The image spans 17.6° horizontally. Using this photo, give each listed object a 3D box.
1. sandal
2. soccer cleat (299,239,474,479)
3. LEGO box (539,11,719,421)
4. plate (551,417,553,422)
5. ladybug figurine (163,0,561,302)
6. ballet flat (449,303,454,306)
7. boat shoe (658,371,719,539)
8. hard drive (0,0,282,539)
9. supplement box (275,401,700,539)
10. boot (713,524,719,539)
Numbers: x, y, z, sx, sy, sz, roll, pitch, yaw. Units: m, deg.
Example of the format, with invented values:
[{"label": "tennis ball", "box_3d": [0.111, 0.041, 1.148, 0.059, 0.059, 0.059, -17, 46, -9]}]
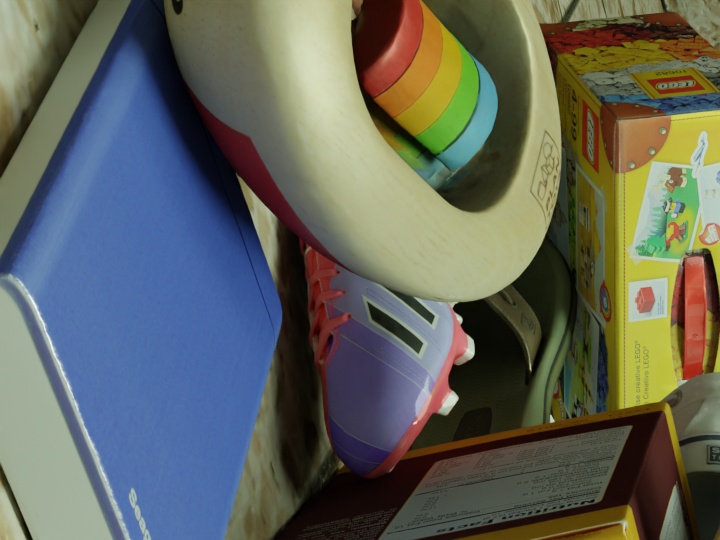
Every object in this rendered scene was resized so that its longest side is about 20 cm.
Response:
[{"label": "sandal", "box_3d": [0.051, 0.032, 1.042, 0.057, 0.080, 0.201, 54, 24, -28]}, {"label": "soccer cleat", "box_3d": [0.000, 0.000, 0.899, 0.076, 0.067, 0.200, 31, 36, -17]}, {"label": "LEGO box", "box_3d": [0.136, -0.004, 1.098, 0.149, 0.077, 0.201, -116, -159, -65]}, {"label": "plate", "box_3d": [0.083, 0.124, 1.176, 0.200, 0.032, 0.200, 49, 32, -64]}, {"label": "ladybug figurine", "box_3d": [0.001, -0.063, 0.750, 0.200, 0.072, 0.136, 46, 51, -47]}, {"label": "ballet flat", "box_3d": [0.039, -0.046, 1.049, 0.072, 0.071, 0.201, 64, 21, -46]}, {"label": "boat shoe", "box_3d": [0.102, 0.105, 0.981, 0.202, 0.074, 0.086, -54, -160, 44]}, {"label": "hard drive", "box_3d": [-0.064, 0.012, 0.676, 0.200, 0.025, 0.132, -78, 153, -61]}, {"label": "supplement box", "box_3d": [0.058, 0.170, 0.810, 0.200, 0.132, 0.198, -32, 109, -76]}, {"label": "boot", "box_3d": [0.148, 0.105, 0.808, 0.155, 0.073, 0.201, -82, 168, -55]}]
